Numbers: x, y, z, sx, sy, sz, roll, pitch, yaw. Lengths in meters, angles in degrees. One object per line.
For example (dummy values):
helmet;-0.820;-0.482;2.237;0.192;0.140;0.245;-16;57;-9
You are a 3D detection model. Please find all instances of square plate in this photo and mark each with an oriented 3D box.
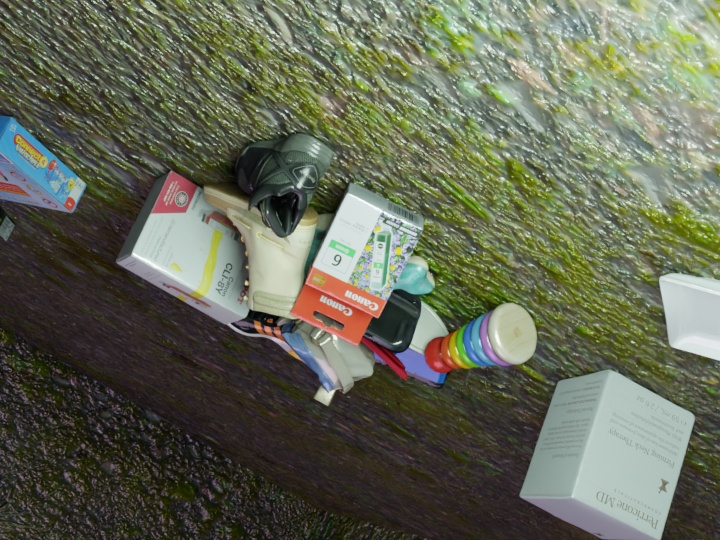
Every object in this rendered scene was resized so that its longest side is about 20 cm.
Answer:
square plate;0.452;0.065;1.340;0.196;0.029;0.200;14;159;25

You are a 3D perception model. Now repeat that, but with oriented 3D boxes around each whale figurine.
whale figurine;0.000;0.000;1.577;0.197;0.105;0.159;19;161;20

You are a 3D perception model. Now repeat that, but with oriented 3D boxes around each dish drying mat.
dish drying mat;0.002;0.093;1.794;0.200;0.018;0.077;44;-175;-29

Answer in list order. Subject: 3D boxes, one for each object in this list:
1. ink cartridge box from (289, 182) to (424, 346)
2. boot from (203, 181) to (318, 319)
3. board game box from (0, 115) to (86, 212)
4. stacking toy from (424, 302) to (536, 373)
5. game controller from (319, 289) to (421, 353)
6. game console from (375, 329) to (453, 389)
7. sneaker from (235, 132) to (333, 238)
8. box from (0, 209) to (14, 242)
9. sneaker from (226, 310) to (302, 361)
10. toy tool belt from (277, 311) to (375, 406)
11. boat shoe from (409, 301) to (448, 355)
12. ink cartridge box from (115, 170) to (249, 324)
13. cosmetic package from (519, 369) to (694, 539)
ink cartridge box;-0.008;0.002;1.475;0.108;0.202;0.050;24;-160;-6
boot;-0.144;-0.030;1.570;0.198;0.158;0.072;22;-155;33
board game box;-0.577;-0.178;1.859;0.198;0.057;0.196;12;158;32
stacking toy;0.161;0.110;1.665;0.085;0.086;0.199;32;149;-24
game controller;-0.001;0.040;1.688;0.198;0.105;0.042;29;156;-15
game console;0.065;0.106;1.922;0.197;0.119;0.172;20;130;8
sneaker;-0.117;-0.101;1.439;0.076;0.115;0.198;35;160;-28
box;-0.794;-0.139;2.240;0.191;0.048;0.200;22;162;12
sneaker;-0.137;0.079;1.912;0.198;0.071;0.090;28;146;-13
toy tool belt;-0.075;0.110;1.819;0.201;0.122;0.125;51;-166;-9
boat shoe;0.047;0.072;1.764;0.198;0.076;0.062;29;159;-11
ink cartridge box;-0.238;-0.032;1.715;0.199;0.147;0.083;31;158;-22
cosmetic package;0.374;0.284;1.752;0.166;0.202;0.166;27;161;-14
